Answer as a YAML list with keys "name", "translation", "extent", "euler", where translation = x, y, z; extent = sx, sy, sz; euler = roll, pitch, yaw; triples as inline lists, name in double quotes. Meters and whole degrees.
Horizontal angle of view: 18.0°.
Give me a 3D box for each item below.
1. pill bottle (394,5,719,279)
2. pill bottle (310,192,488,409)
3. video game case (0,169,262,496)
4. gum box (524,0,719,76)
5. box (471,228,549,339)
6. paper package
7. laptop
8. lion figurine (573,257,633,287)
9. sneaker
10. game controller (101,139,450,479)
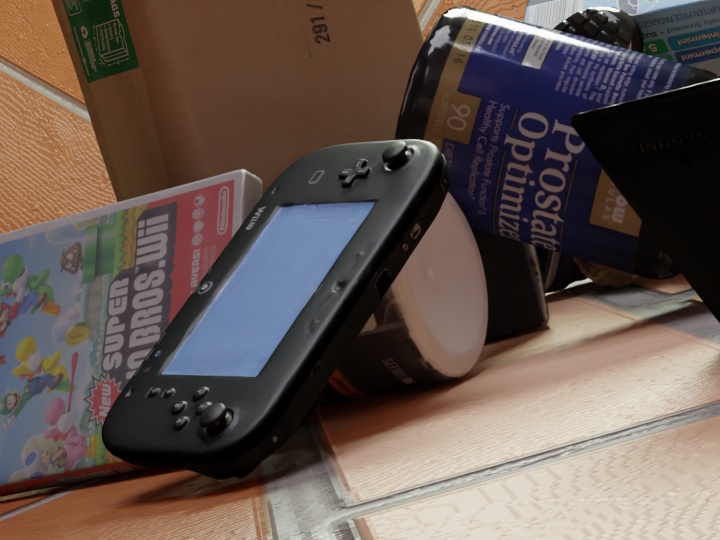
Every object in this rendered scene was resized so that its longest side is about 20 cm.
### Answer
- name: "pill bottle"
  translation: [0.125, -0.060, 1.170]
  extent: [0.200, 0.112, 0.112]
  euler: [16, 11, 12]
- name: "pill bottle"
  translation: [-0.044, 0.021, 1.160]
  extent: [0.200, 0.106, 0.106]
  euler: [-13, 4, 28]
- name: "video game case"
  translation: [-0.136, 0.036, 1.136]
  extent: [0.200, 0.143, 0.017]
  euler: [-13, -27, 32]
- name: "gum box"
  translation: [0.216, -0.107, 1.415]
  extent: [0.170, 0.200, 0.045]
  euler: [-9, 48, 24]
- name: "box"
  translation: [0.000, 0.000, 1.314]
  extent: [0.200, 0.104, 0.148]
  euler: [-14, 3, 3]
- name: "paper package"
  translation: [-0.067, -0.136, 1.287]
  extent: [0.191, 0.200, 0.103]
  euler: [-19, 5, -38]
- name: "laptop"
  translation: [0.229, -0.044, 0.950]
  extent: [0.187, 0.116, 0.200]
  euler: [-11, 5, 41]
- name: "lion figurine"
  translation: [0.190, -0.034, 1.284]
  extent: [0.122, 0.072, 0.200]
  euler: [-49, 14, -3]
- name: "sneaker"
  translation: [0.139, -0.077, 1.392]
  extent: [0.088, 0.200, 0.076]
  euler: [-14, 45, -38]
- name: "game controller"
  translation: [-0.037, 0.013, 1.032]
  extent: [0.104, 0.042, 0.200]
  euler: [7, 49, 37]
